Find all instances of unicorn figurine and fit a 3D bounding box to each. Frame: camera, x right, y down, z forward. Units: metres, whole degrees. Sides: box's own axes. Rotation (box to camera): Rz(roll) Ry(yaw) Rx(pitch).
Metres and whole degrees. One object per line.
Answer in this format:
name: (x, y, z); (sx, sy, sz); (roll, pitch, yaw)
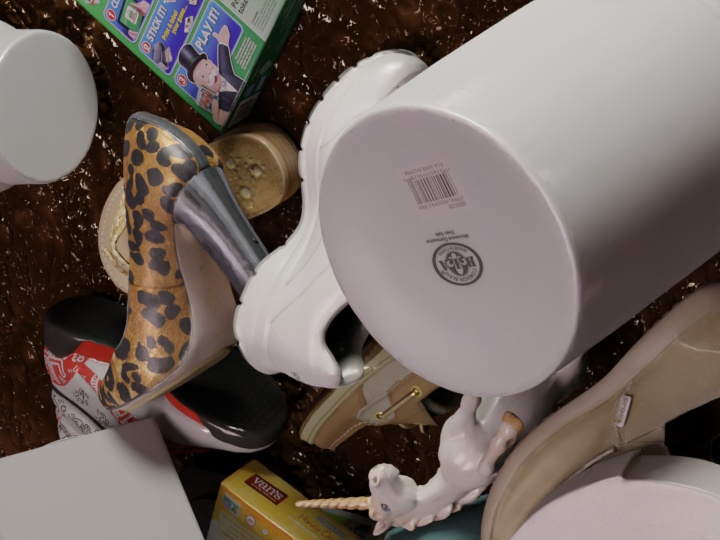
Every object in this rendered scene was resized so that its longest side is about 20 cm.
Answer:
unicorn figurine: (0.071, 0.077, 1.465); (0.074, 0.200, 0.137); (51, 159, 18)

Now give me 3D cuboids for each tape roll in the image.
tape roll: (0.160, 0.191, 1.364); (0.203, 0.037, 0.203); (9, 112, 22)

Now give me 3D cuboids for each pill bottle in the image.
pill bottle: (-0.269, -0.105, 1.706); (0.200, 0.114, 0.114); (3, 116, 40)

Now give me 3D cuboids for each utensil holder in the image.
utensil holder: (0.100, -0.047, 1.356); (0.170, 0.200, 0.170); (21, 128, 30)

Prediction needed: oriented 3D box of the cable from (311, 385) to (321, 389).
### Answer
cable: (0.000, 0.000, 1.555); (0.050, 0.097, 0.200); (24, 145, -20)

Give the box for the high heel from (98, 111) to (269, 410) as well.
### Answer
high heel: (-0.131, -0.003, 1.620); (0.200, 0.071, 0.143); (-38, 84, 45)

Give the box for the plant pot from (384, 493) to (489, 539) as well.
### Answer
plant pot: (0.123, 0.202, 1.517); (0.135, 0.200, 0.200); (-31, 93, 11)

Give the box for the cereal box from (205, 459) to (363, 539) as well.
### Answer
cereal box: (-0.044, 0.235, 1.702); (0.144, 0.040, 0.200); (34, 132, 21)

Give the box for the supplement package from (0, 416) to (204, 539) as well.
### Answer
supplement package: (-0.151, 0.212, 1.645); (0.120, 0.121, 0.200); (93, 157, -50)

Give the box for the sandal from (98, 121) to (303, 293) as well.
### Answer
sandal: (-0.123, -0.028, 1.656); (0.212, 0.070, 0.078); (-30, 94, 47)

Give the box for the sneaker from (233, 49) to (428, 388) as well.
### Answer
sneaker: (0.003, -0.025, 1.503); (0.087, 0.074, 0.200); (26, 100, 44)

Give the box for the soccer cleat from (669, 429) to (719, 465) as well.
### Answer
soccer cleat: (0.197, 0.136, 1.430); (0.081, 0.067, 0.200); (-50, 46, 38)

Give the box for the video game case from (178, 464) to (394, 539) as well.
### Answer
video game case: (-0.043, 0.242, 1.767); (0.181, 0.045, 0.200); (13, 123, 36)

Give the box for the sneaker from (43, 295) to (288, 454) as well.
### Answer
sneaker: (-0.124, 0.098, 1.737); (0.201, 0.067, 0.108); (24, 130, 33)

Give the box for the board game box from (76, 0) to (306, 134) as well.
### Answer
board game box: (-0.088, -0.192, 1.556); (0.135, 0.029, 0.200); (44, 136, 13)

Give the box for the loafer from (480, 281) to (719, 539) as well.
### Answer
loafer: (0.143, 0.093, 1.405); (0.200, 0.076, 0.068); (-49, 55, 14)

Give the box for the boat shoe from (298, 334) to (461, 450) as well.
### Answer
boat shoe: (0.030, 0.060, 1.573); (0.066, 0.074, 0.200); (39, 140, -3)
